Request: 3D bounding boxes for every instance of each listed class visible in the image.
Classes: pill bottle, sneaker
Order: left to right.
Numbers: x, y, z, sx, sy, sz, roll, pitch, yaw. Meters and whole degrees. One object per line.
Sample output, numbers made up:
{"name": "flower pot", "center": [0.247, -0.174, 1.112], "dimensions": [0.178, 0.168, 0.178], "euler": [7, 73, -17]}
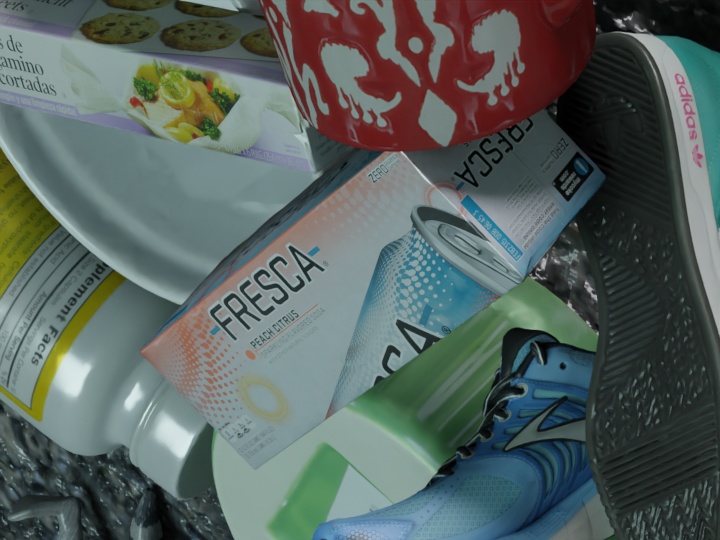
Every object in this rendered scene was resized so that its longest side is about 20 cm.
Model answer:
{"name": "pill bottle", "center": [-0.134, 0.015, 1.382], "dimensions": [0.200, 0.111, 0.111], "euler": [37, 143, 16]}
{"name": "sneaker", "center": [0.060, 0.071, 1.169], "dimensions": [0.078, 0.199, 0.090], "euler": [-25, 87, 62]}
{"name": "sneaker", "center": [0.138, 0.013, 1.083], "dimensions": [0.083, 0.120, 0.201], "euler": [-8, 88, 50]}

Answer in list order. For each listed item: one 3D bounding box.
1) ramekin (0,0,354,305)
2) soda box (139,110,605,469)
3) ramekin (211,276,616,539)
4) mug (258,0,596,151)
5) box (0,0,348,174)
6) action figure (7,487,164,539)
{"name": "ramekin", "center": [-0.060, -0.093, 1.211], "dimensions": [0.200, 0.105, 0.201], "euler": [28, 139, 27]}
{"name": "soda box", "center": [0.000, 0.000, 1.097], "dimensions": [0.068, 0.064, 0.200], "euler": [45, 142, -6]}
{"name": "ramekin", "center": [0.030, 0.094, 1.292], "dimensions": [0.200, 0.098, 0.201], "euler": [28, 139, 27]}
{"name": "mug", "center": [0.017, -0.141, 0.956], "dimensions": [0.177, 0.133, 0.201], "euler": [34, 148, 47]}
{"name": "box", "center": [-0.082, -0.078, 1.123], "dimensions": [0.200, 0.041, 0.039], "euler": [15, 132, 39]}
{"name": "action figure", "center": [-0.100, 0.220, 1.549], "dimensions": [0.200, 0.104, 0.194], "euler": [26, 147, 54]}
